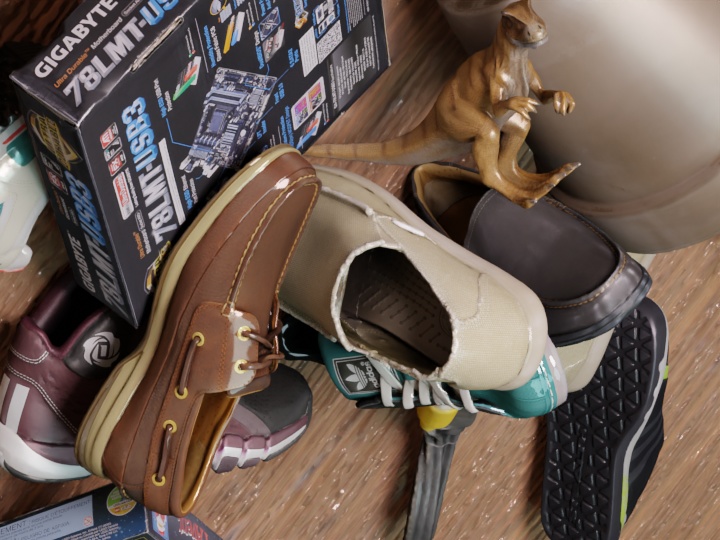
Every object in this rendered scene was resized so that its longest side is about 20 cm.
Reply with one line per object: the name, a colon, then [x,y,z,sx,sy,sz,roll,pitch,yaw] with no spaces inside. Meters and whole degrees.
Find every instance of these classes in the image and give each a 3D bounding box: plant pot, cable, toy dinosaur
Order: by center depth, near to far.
toy dinosaur: [0.057,-0.076,1.320,0.060,0.106,0.200,-39,180,-41]
plant pot: [0.134,-0.136,1.357,0.173,0.200,0.200,35,95,-33]
cable: [0.039,0.083,1.535,0.050,0.097,0.200,7,142,-9]

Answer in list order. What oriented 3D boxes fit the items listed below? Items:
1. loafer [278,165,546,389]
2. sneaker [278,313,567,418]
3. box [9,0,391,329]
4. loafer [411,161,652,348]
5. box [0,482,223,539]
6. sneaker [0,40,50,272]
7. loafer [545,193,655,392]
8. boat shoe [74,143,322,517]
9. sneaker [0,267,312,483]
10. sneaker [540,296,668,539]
loafer: [0.000,0.000,1.299,0.068,0.200,0.076,-4,114,-58]
sneaker: [0.029,0.048,1.378,0.080,0.200,0.072,-30,115,-25]
box: [-0.070,-0.095,1.226,0.199,0.050,0.200,-47,158,-18]
loafer: [0.083,-0.011,1.382,0.073,0.200,0.072,-43,115,-15]
box: [-0.128,0.188,1.419,0.136,0.038,0.200,-21,143,16]
sneaker: [-0.201,-0.014,1.217,0.200,0.070,0.093,-44,135,-11]
loafer: [0.123,-0.005,1.514,0.068,0.076,0.200,-16,132,-38]
boat shoe: [-0.067,0.032,1.269,0.200,0.068,0.072,-61,158,18]
sneaker: [-0.099,0.044,1.356,0.200,0.076,0.116,-7,122,-38]
sneaker: [0.160,0.091,1.649,0.083,0.072,0.200,-38,147,-51]
